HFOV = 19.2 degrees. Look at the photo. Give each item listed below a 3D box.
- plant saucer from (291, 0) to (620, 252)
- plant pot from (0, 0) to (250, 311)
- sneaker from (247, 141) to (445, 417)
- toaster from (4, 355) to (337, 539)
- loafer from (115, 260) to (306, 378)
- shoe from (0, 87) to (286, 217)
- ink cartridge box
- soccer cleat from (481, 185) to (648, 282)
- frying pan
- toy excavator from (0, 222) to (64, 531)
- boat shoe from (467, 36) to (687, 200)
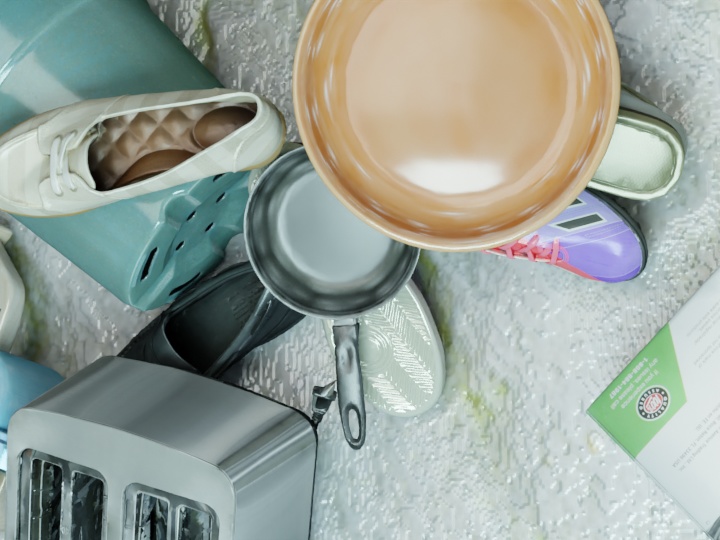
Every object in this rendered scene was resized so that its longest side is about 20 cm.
[{"bbox_3d":[0.059,-0.113,1.296,0.199,0.037,0.202,0,95,5],"label":"plant saucer"},{"bbox_3d":[-0.171,-0.089,1.439,0.196,0.200,0.201,41,98,14],"label":"plant pot"},{"bbox_3d":[0.000,0.000,1.412,0.075,0.085,0.201,-26,96,15],"label":"sneaker"},{"bbox_3d":[-0.125,0.157,1.372,0.180,0.119,0.201,15,112,23],"label":"toaster"},{"bbox_3d":[-0.122,0.053,1.448,0.200,0.070,0.068,-36,69,14],"label":"loafer"},{"bbox_3d":[-0.146,-0.079,1.321,0.199,0.053,0.070,-12,84,4],"label":"shoe"},{"bbox_3d":[0.259,0.104,1.271,0.146,0.084,0.200,-47,67,9],"label":"ink cartridge box"},{"bbox_3d":[0.087,-0.034,1.361,0.199,0.073,0.069,27,133,22],"label":"soccer cleat"},{"bbox_3d":[0.001,0.007,1.353,0.114,0.031,0.191,-26,100,15],"label":"frying pan"},{"bbox_3d":[-0.257,0.073,1.487,0.194,0.100,0.201,20,85,45],"label":"toy excavator"},{"bbox_3d":[0.111,-0.103,1.351,0.199,0.068,0.075,25,112,2],"label":"boat shoe"}]
